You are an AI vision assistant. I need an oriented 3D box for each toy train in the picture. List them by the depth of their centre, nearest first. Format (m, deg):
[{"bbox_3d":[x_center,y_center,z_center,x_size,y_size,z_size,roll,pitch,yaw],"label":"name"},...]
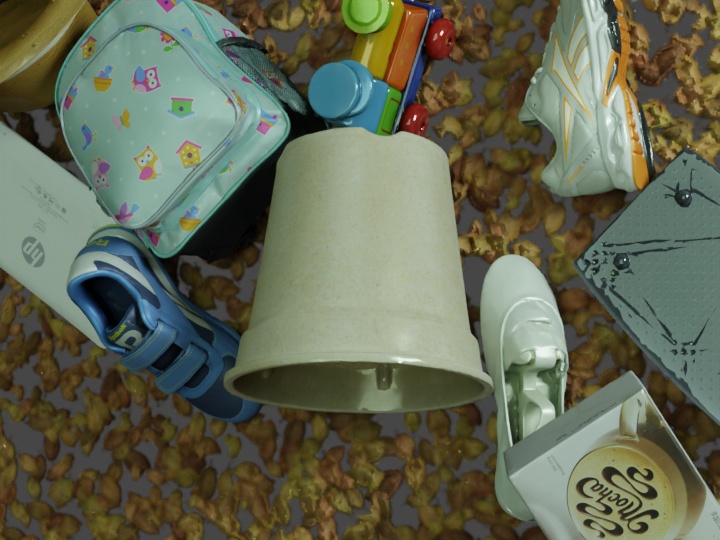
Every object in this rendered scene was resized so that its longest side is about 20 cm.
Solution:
[{"bbox_3d":[0.021,-0.199,1.114,0.084,0.116,0.202,19,93,20],"label":"toy train"}]

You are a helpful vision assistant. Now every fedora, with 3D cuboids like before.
[{"bbox_3d":[-0.286,-0.194,1.230,0.199,0.082,0.202,-22,42,22],"label":"fedora"}]

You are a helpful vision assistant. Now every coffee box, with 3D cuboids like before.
[{"bbox_3d":[0.200,0.188,1.004,0.113,0.080,0.201,-32,93,6],"label":"coffee box"}]

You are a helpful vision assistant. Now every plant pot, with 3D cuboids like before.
[{"bbox_3d":[0.000,0.000,1.084,0.199,0.200,0.185,-5,73,20],"label":"plant pot"}]

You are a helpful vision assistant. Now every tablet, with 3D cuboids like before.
[{"bbox_3d":[-0.274,-0.035,1.244,0.199,0.014,0.131,35,123,20],"label":"tablet"}]

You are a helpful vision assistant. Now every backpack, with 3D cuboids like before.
[{"bbox_3d":[-0.153,-0.127,1.160,0.176,0.153,0.200,-45,66,18],"label":"backpack"}]

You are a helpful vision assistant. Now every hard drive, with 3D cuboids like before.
[{"bbox_3d":[0.267,0.024,1.045,0.135,0.042,0.200,-47,72,12],"label":"hard drive"}]

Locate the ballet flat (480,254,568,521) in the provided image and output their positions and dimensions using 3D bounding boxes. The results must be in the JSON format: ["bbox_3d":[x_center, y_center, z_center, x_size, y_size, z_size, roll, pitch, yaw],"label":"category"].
[{"bbox_3d":[0.130,0.087,1.075,0.069,0.069,0.202,-3,87,20],"label":"ballet flat"}]

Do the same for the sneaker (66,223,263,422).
[{"bbox_3d":[-0.162,0.056,1.164,0.200,0.082,0.074,44,115,-4],"label":"sneaker"}]

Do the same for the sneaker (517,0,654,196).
[{"bbox_3d":[0.157,-0.151,1.085,0.091,0.076,0.202,-12,81,24],"label":"sneaker"}]
